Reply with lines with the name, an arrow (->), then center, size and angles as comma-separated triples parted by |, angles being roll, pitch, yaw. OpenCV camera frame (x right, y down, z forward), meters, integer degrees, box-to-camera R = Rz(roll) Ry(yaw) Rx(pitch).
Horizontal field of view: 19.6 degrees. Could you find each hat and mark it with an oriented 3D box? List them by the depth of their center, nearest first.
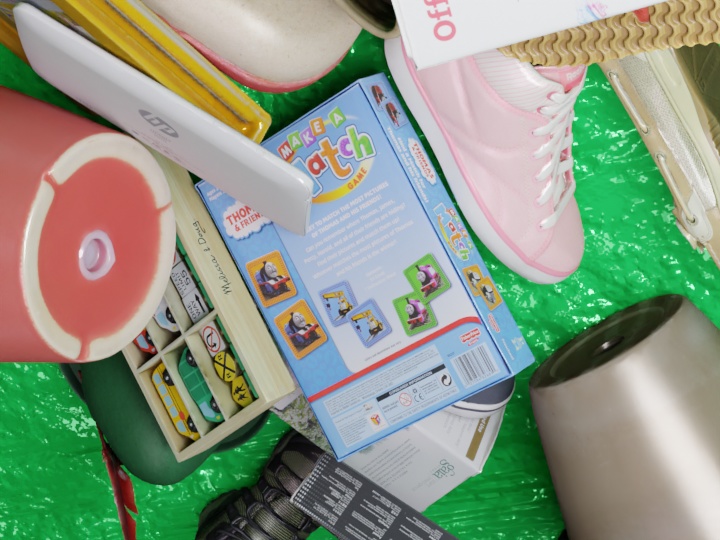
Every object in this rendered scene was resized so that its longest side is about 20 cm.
hat -> -0.157, 0.127, 1.460 | 0.165, 0.176, 0.200 | -31, 113, 36

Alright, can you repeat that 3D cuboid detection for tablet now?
tablet -> -0.115, -0.086, 1.232 | 0.199, 0.014, 0.130 | 31, 168, 3

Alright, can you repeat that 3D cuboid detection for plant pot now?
plant pot -> -0.227, -0.025, 1.318 | 0.177, 0.201, 0.201 | 11, 133, 34
plant pot -> 0.197, 0.119, 1.336 | 0.199, 0.200, 0.174 | -26, 100, 34

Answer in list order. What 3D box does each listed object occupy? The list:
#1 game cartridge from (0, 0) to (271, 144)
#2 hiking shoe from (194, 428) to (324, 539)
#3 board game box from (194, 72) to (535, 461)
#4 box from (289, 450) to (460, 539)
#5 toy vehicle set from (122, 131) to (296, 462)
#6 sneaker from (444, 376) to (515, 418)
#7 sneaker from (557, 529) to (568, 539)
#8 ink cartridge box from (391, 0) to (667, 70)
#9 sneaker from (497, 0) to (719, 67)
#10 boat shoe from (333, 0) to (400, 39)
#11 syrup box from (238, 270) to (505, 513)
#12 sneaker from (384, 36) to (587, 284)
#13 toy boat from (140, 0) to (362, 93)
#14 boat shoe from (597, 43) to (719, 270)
game cartridge -> -0.169, -0.139, 1.252 | 0.176, 0.033, 0.200 | 40, 164, -35
hiking shoe -> -0.060, 0.187, 1.525 | 0.076, 0.101, 0.200 | 37, 131, -12
board game box -> 0.000, 0.000, 1.302 | 0.151, 0.037, 0.201 | -29, 89, 36
box -> 0.065, 0.209, 1.386 | 0.200, 0.044, 0.160 | 30, 171, 35
toy vehicle set -> -0.126, 0.015, 1.378 | 0.124, 0.026, 0.201 | -37, 78, 49
sneaker -> 0.035, 0.016, 1.367 | 0.200, 0.079, 0.079 | 39, 136, -11
sneaker -> 0.159, 0.259, 1.525 | 0.085, 0.077, 0.200 | 24, 132, -7
ink cartridge box -> 0.101, -0.204, 1.054 | 0.199, 0.086, 0.148 | -13, 131, 5
sneaker -> 0.152, -0.167, 1.167 | 0.199, 0.090, 0.075 | 1, 125, 20
boat shoe -> -0.035, -0.212, 1.147 | 0.200, 0.065, 0.072 | 46, 136, -12
syrup box -> -0.004, 0.070, 1.422 | 0.200, 0.082, 0.079 | 36, 136, -13
sneaker -> 0.105, -0.082, 1.263 | 0.104, 0.075, 0.201 | -16, 117, 36
toy boat -> -0.091, -0.186, 1.239 | 0.200, 0.131, 0.131 | 34, 161, -9
boat shoe -> 0.197, -0.071, 1.245 | 0.063, 0.073, 0.201 | -11, 121, 35
